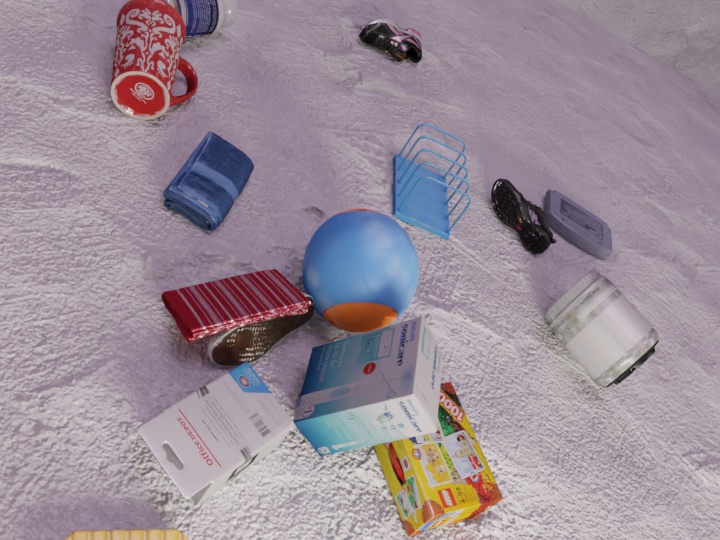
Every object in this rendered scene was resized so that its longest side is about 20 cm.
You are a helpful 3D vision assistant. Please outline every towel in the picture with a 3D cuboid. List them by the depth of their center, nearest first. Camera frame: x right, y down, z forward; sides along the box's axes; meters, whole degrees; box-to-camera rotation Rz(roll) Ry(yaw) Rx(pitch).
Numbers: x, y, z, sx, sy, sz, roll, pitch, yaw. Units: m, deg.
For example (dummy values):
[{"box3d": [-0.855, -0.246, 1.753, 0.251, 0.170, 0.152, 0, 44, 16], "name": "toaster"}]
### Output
[{"box3d": [-0.190, 0.048, 1.115, 0.195, 0.023, 0.144, -13, 29, -28], "name": "towel"}, {"box3d": [-0.264, -0.160, 1.307, 0.110, 0.049, 0.202, 30, 40, -9], "name": "towel"}]

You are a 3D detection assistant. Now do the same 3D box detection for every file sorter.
[{"box3d": [0.156, -0.199, 1.591, 0.136, 0.123, 0.203, 21, 43, -17], "name": "file sorter"}]

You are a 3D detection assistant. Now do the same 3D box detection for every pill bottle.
[{"box3d": [-0.359, -0.552, 1.556, 0.112, 0.112, 0.198, 48, 42, 14], "name": "pill bottle"}]

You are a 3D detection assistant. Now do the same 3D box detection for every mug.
[{"box3d": [-0.380, -0.387, 1.376, 0.173, 0.134, 0.204, 14, 48, -22], "name": "mug"}]

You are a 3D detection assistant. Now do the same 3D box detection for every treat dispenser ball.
[{"box3d": [0.000, 0.000, 1.229, 0.196, 0.202, 0.204, 19, 43, -19], "name": "treat dispenser ball"}]

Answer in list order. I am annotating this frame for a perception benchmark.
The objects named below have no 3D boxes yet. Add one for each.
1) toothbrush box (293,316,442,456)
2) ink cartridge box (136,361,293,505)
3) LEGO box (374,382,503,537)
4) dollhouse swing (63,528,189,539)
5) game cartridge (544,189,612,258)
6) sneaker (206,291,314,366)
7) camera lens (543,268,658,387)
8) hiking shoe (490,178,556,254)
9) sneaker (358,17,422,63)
[{"box3d": [0.015, 0.171, 1.075, 0.086, 0.195, 0.148, 57, 30, -32], "name": "toothbrush box"}, {"box3d": [-0.198, 0.222, 0.982, 0.116, 0.067, 0.198, 48, 41, 13], "name": "ink cartridge box"}, {"box3d": [0.109, 0.286, 1.136, 0.146, 0.078, 0.203, 1, 52, -35], "name": "LEGO box"}, {"box3d": [-0.232, 0.361, 0.762, 0.195, 0.181, 0.181, 10, 67, -27], "name": "dollhouse swing"}, {"box3d": [0.551, -0.116, 1.866, 0.197, 0.042, 0.135, 31, 45, -8], "name": "game cartridge"}, {"box3d": [-0.168, 0.085, 1.150, 0.084, 0.075, 0.197, 23, 36, 39], "name": "sneaker"}, {"box3d": [0.494, 0.121, 1.505, 0.158, 0.161, 0.201, -22, 67, -45], "name": "camera lens"}, {"box3d": [0.384, -0.132, 1.743, 0.100, 0.075, 0.203, -20, 74, -54], "name": "hiking shoe"}, {"box3d": [0.092, -0.608, 1.965, 0.195, 0.080, 0.088, 0, 62, -28], "name": "sneaker"}]
